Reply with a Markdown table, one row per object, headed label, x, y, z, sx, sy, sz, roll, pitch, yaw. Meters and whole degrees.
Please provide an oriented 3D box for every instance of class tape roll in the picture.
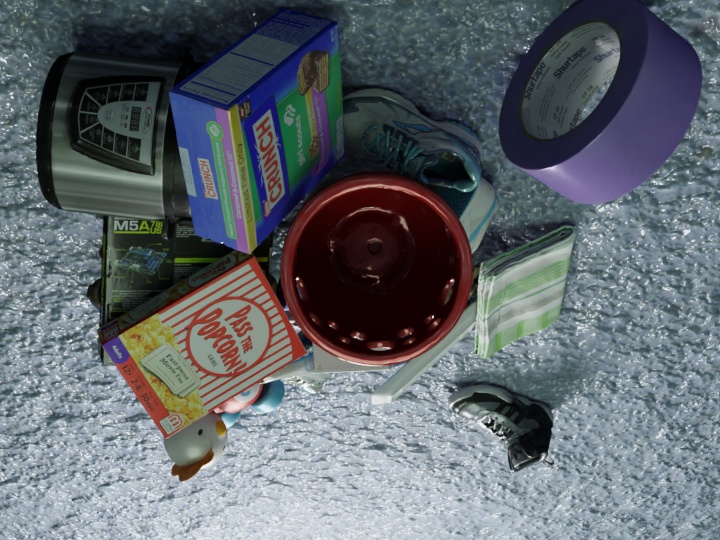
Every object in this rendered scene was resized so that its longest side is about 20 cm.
| label | x | y | z | sx | sy | sz | roll | pitch | yaw |
| --- | --- | --- | --- | --- | --- | --- | --- | --- | --- |
| tape roll | 0.241 | -0.175 | 0.983 | 0.085 | 0.200 | 0.200 | 26 | 132 | -28 |

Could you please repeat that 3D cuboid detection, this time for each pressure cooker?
| label | x | y | z | sx | sy | sz | roll | pitch | yaw |
| --- | --- | --- | --- | --- | --- | --- | --- | --- | --- |
| pressure cooker | -0.228 | -0.142 | 1.027 | 0.199 | 0.179 | 0.176 | 7 | 132 | -3 |

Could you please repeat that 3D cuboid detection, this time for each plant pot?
| label | x | y | z | sx | sy | sz | roll | pitch | yaw |
| --- | --- | --- | --- | --- | --- | --- | --- | --- | --- |
| plant pot | 0.013 | -0.013 | 1.056 | 0.200 | 0.183 | 0.201 | -1 | 100 | -3 |

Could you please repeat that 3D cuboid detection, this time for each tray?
| label | x | y | z | sx | sy | sz | roll | pitch | yaw |
| --- | --- | --- | --- | --- | --- | --- | --- | --- | --- |
| tray | 0.095 | 0.122 | 1.351 | 0.200 | 0.022 | 0.107 | -41 | 168 | -9 |

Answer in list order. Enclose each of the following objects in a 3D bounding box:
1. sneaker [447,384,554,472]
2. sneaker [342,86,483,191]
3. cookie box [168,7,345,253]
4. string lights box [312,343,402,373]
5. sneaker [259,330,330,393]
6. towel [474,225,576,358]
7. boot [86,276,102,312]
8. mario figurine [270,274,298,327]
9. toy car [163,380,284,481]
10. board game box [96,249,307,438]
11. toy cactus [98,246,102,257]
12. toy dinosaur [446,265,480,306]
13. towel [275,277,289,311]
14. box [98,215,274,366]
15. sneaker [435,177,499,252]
| label | x | y | z | sx | sy | sz | roll | pitch | yaw |
| --- | --- | --- | --- | --- | --- | --- | --- | --- | --- |
| sneaker | 0.236 | 0.260 | 1.561 | 0.200 | 0.114 | 0.076 | 18 | 136 | -21 |
| sneaker | 0.054 | -0.145 | 1.095 | 0.199 | 0.086 | 0.078 | 14 | 129 | -15 |
| cookie box | -0.097 | -0.146 | 0.984 | 0.075 | 0.200 | 0.172 | 18 | 135 | 23 |
| string lights box | 0.012 | 0.102 | 1.320 | 0.102 | 0.059 | 0.200 | -4 | 179 | 16 |
| sneaker | -0.080 | 0.136 | 1.336 | 0.075 | 0.200 | 0.087 | 2 | 102 | 32 |
| towel | 0.227 | 0.035 | 1.317 | 0.149 | 0.031 | 0.200 | -23 | 142 | -14 |
| boot | -0.257 | 0.053 | 1.232 | 0.200 | 0.075 | 0.097 | 28 | 165 | -29 |
| mario figurine | -0.143 | 0.085 | 1.339 | 0.123 | 0.106 | 0.200 | -4 | 149 | -4 |
| toy car | -0.229 | 0.223 | 1.437 | 0.177 | 0.200 | 0.184 | -23 | 136 | 26 |
| board game box | -0.184 | 0.084 | 1.133 | 0.200 | 0.046 | 0.152 | -31 | 120 | -8 |
| toy cactus | -0.221 | -0.024 | 1.252 | 0.199 | 0.103 | 0.165 | -17 | 156 | 14 |
| toy dinosaur | 0.122 | 0.032 | 1.279 | 0.200 | 0.058 | 0.101 | -4 | 120 | -61 |
| towel | 0.000 | 0.000 | 1.226 | 0.200 | 0.050 | 0.148 | 8 | 115 | -35 |
| box | -0.209 | 0.016 | 1.149 | 0.199 | 0.048 | 0.194 | -1 | 108 | -22 |
| sneaker | 0.102 | -0.028 | 1.196 | 0.081 | 0.077 | 0.200 | 25 | 104 | -49 |
